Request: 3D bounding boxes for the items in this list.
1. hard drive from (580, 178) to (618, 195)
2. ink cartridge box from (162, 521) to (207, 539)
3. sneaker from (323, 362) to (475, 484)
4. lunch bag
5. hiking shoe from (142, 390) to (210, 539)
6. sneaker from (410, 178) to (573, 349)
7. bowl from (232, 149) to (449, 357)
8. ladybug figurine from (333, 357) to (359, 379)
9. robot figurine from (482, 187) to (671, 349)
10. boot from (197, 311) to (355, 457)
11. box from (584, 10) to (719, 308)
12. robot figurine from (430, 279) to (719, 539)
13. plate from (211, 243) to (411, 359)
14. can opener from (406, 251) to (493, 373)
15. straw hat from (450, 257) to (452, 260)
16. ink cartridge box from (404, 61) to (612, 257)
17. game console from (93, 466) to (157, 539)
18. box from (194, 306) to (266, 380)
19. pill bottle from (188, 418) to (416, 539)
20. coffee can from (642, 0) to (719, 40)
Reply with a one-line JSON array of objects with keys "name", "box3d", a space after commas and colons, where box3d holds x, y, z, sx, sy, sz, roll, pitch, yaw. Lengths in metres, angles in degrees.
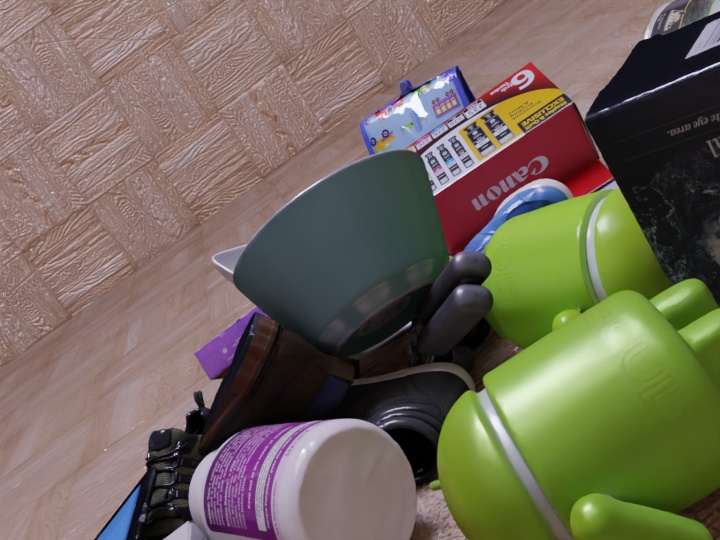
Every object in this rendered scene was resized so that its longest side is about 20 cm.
[{"name": "hard drive", "box3d": [0.221, -0.047, 0.892, 0.132, 0.027, 0.199, -44, 19, -28]}, {"name": "ink cartridge box", "box3d": [-0.178, 0.298, 0.611, 0.199, 0.084, 0.145, -37, 15, -2]}, {"name": "sneaker", "box3d": [-0.002, 0.142, 0.720, 0.198, 0.071, 0.099, -22, 15, 26]}, {"name": "lunch bag", "box3d": [0.094, -0.153, 1.109, 0.149, 0.202, 0.094, -26, 1, 24]}, {"name": "hiking shoe", "box3d": [-0.189, 0.212, 0.849, 0.075, 0.101, 0.201, -26, 18, 29]}, {"name": "sneaker", "box3d": [0.122, 0.005, 0.808, 0.200, 0.077, 0.111, -43, 7, 29]}, {"name": "bowl", "box3d": [0.000, 0.000, 0.744, 0.199, 0.106, 0.201, -32, -17, -10]}, {"name": "ladybug figurine", "box3d": [-0.055, 0.119, 0.896, 0.135, 0.072, 0.200, -34, 15, 1]}, {"name": "robot figurine", "box3d": [0.178, 0.001, 0.675, 0.198, 0.116, 0.176, -17, 29, 48]}, {"name": "boot", "box3d": [-0.079, 0.122, 0.743, 0.201, 0.096, 0.075, 121, 168, -48]}, {"name": "box", "box3d": [0.275, -0.064, 0.508, 0.195, 0.201, 0.118, -18, 22, 46]}, {"name": "robot figurine", "box3d": [0.130, 0.092, 0.485, 0.198, 0.116, 0.176, -34, 21, 6]}, {"name": "plate", "box3d": [-0.029, 0.023, 0.906, 0.199, 0.198, 0.033, -23, -41, -56]}, {"name": "can opener", "box3d": [0.081, 0.046, 0.717, 0.200, 0.066, 0.054, 118, 156, -64]}, {"name": "straw hat", "box3d": [0.018, 0.007, 1.041, 0.199, 0.086, 0.201, -32, 16, 10]}, {"name": "ink cartridge box", "box3d": [0.153, -0.117, 0.954, 0.198, 0.084, 0.176, -34, 32, 8]}, {"name": "game console", "box3d": [-0.274, 0.268, 0.730, 0.201, 0.175, 0.117, -51, 51, 16]}, {"name": "box", "box3d": [-0.104, 0.074, 1.032, 0.136, 0.039, 0.200, -37, -10, 5]}, {"name": "pill bottle", "box3d": [-0.055, 0.174, 0.658, 0.112, 0.113, 0.199, -45, 16, -33]}, {"name": "coffee can", "box3d": [0.389, -0.213, 0.805, 0.146, 0.147, 0.199, -42, 17, -25]}]
